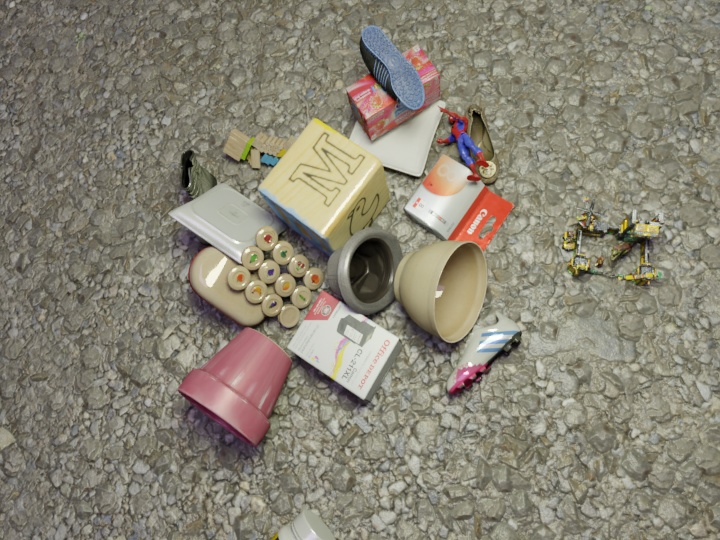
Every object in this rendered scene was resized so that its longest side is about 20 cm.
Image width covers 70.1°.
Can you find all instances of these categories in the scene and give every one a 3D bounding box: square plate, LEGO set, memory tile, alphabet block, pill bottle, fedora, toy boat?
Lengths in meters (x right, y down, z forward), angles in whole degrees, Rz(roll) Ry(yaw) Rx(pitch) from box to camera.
[{"bbox_3d":[0.083,-0.334,1.231,0.195,0.028,0.203,17,77,13],"label":"square plate"},{"bbox_3d":[0.520,-0.055,1.039,0.197,0.116,0.156,16,77,13],"label":"LEGO set"},{"bbox_3d":[-0.179,0.018,1.109,0.154,0.200,0.017,-55,33,-10],"label":"memory tile"},{"bbox_3d":[-0.073,-0.170,1.131,0.195,0.196,0.201,36,83,15],"label":"alphabet block"},{"bbox_3d":[-0.143,0.565,0.969,0.114,0.114,0.200,41,83,17],"label":"pill bottle"},{"bbox_3d":[-0.288,-0.119,1.151,0.198,0.029,0.198,33,37,4],"label":"square plate"},{"bbox_3d":[0.000,0.000,1.097,0.089,0.199,0.180,2,109,41],"label":"fedora"},{"bbox_3d":[-0.291,0.034,1.145,0.199,0.130,0.132,40,66,-22],"label":"toy boat"}]

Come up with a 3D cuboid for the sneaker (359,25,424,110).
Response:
[{"bbox_3d":[0.067,-0.427,1.107,0.070,0.078,0.202,-34,92,-5],"label":"sneaker"}]

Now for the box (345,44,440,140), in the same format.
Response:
[{"bbox_3d":[0.077,-0.407,1.181,0.198,0.096,0.101,-31,72,-1],"label":"box"}]

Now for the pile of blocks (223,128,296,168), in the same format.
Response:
[{"bbox_3d":[-0.235,-0.301,1.272,0.196,0.083,0.062,9,32,2],"label":"pile of blocks"}]

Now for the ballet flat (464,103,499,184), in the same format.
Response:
[{"bbox_3d":[0.278,-0.297,1.186,0.066,0.046,0.204,-8,73,7],"label":"ballet flat"}]

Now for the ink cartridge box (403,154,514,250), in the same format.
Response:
[{"bbox_3d":[0.220,-0.143,1.150,0.199,0.050,0.163,34,82,20],"label":"ink cartridge box"}]

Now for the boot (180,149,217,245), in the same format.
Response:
[{"bbox_3d":[-0.389,-0.170,1.212,0.066,0.131,0.204,-10,72,6],"label":"boot"}]

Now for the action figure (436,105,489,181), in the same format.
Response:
[{"bbox_3d":[0.213,-0.295,1.154,0.097,0.066,0.202,11,46,-22],"label":"action figure"}]

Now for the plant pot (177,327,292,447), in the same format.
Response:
[{"bbox_3d":[-0.240,0.228,1.053,0.198,0.201,0.180,28,63,15],"label":"plant pot"}]

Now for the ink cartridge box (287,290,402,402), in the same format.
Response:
[{"bbox_3d":[-0.030,0.159,1.084,0.198,0.083,0.147,30,80,16],"label":"ink cartridge box"}]

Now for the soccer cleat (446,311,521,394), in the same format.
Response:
[{"bbox_3d":[0.239,0.167,1.053,0.199,0.070,0.087,-38,62,-8],"label":"soccer cleat"}]

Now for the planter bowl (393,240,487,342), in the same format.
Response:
[{"bbox_3d":[0.153,0.030,1.051,0.133,0.200,0.203,15,75,41],"label":"planter bowl"}]
